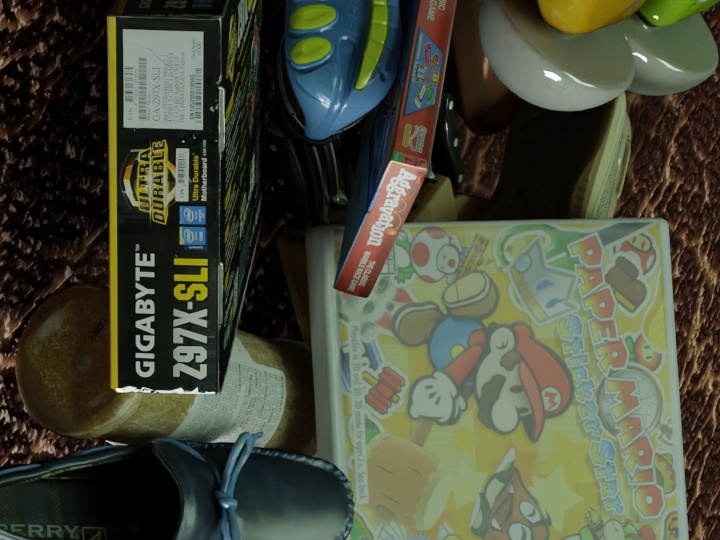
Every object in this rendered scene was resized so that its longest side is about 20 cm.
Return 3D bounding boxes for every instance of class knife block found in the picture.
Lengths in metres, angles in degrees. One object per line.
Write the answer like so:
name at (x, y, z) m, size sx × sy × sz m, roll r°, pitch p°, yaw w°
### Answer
knife block at (0.000, 0.000, 1.426) m, size 0.176 × 0.064 × 0.200 m, roll 6°, pitch 98°, yaw -60°

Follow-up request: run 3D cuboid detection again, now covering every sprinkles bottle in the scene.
sprinkles bottle at (-0.074, 0.054, 1.315) m, size 0.200 × 0.068 × 0.068 m, roll 19°, pitch 86°, yaw -61°

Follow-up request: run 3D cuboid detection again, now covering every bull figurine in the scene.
bull figurine at (0.069, -0.169, 1.460) m, size 0.121 × 0.065 × 0.200 m, roll -36°, pitch 133°, yaw -41°

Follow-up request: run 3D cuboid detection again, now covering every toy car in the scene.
toy car at (0.130, -0.178, 1.371) m, size 0.200 × 0.150 × 0.175 m, roll -13°, pitch 151°, yaw -54°

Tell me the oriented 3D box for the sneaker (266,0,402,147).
sneaker at (-0.012, -0.144, 1.320) m, size 0.083 × 0.071 × 0.200 m, roll 127°, pitch -25°, yaw -56°

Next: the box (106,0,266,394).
box at (-0.069, -0.061, 1.204) m, size 0.200 × 0.049 × 0.160 m, roll -82°, pitch 172°, yaw -66°

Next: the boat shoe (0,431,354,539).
boat shoe at (-0.085, 0.111, 1.230) m, size 0.200 × 0.069 × 0.084 m, roll -9°, pitch 75°, yaw -31°

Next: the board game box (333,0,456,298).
board game box at (0.023, -0.097, 1.314) m, size 0.103 × 0.019 × 0.200 m, roll 113°, pitch -10°, yaw -54°

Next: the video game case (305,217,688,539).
video game case at (0.066, 0.076, 1.355) m, size 0.182 × 0.023 × 0.200 m, roll -2°, pitch 85°, yaw -23°

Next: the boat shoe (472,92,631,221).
boat shoe at (0.089, -0.009, 1.440) m, size 0.065 × 0.072 × 0.200 m, roll 54°, pitch 52°, yaw -53°
